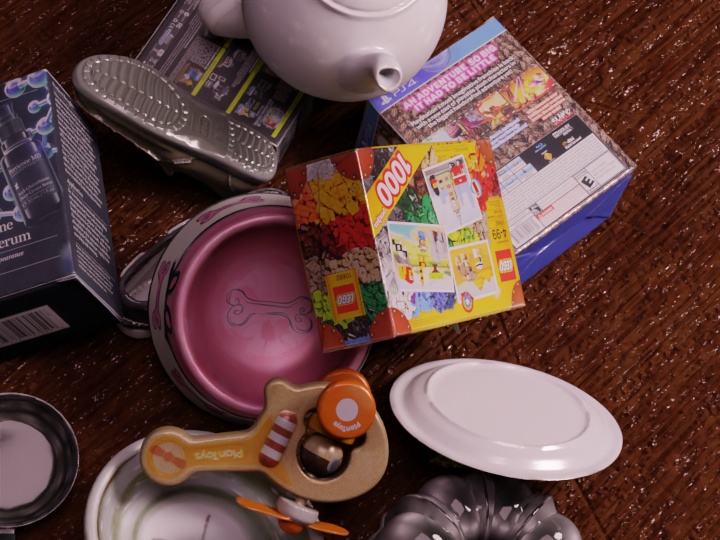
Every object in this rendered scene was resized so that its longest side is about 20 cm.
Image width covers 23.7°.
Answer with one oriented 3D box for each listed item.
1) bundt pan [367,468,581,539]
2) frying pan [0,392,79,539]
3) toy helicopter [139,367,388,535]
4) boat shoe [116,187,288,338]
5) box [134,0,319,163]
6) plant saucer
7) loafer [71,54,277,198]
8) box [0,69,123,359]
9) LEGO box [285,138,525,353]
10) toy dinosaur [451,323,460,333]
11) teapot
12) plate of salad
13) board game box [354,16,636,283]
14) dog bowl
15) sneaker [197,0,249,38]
[{"bbox_3d":[0.101,0.247,1.384,0.200,0.076,0.203,7,54,-9],"label":"bundt pan"},{"bbox_3d":[-0.274,0.189,1.395,0.114,0.031,0.191,-19,71,-17],"label":"frying pan"},{"bbox_3d":[-0.076,0.152,1.368,0.198,0.079,0.133,-4,96,-3],"label":"toy helicopter"},{"bbox_3d":[-0.134,-0.017,1.506,0.199,0.060,0.074,-32,72,-22],"label":"boat shoe"},{"bbox_3d":[-0.103,-0.214,1.623,0.159,0.044,0.201,27,63,5],"label":"box"},{"bbox_3d":[-0.128,0.223,1.373,0.199,0.050,0.201,14,47,-15],"label":"plant saucer"},{"bbox_3d":[-0.172,-0.118,1.520,0.199,0.070,0.076,30,42,-17],"label":"loafer"},{"bbox_3d":[-0.297,-0.042,1.442,0.147,0.107,0.201,-17,64,8],"label":"box"},{"bbox_3d":[0.039,-0.024,1.401,0.199,0.077,0.150,-11,88,-54],"label":"LEGO box"},{"bbox_3d":[0.000,0.000,1.522,0.200,0.077,0.102,44,78,-7],"label":"toy dinosaur"},{"bbox_3d":[-0.007,-0.256,1.480,0.200,0.146,0.198,38,65,4],"label":"teapot"},{"bbox_3d":[0.120,0.130,1.442,0.198,0.048,0.200,9,25,-4],"label":"plate of salad"},{"bbox_3d":[0.120,-0.101,1.569,0.159,0.097,0.200,-34,73,-23],"label":"board game box"},{"bbox_3d":[-0.076,0.035,1.432,0.198,0.074,0.202,0,92,-11],"label":"dog bowl"},{"bbox_3d":[-0.041,-0.217,1.568,0.198,0.074,0.116,-10,63,-16],"label":"sneaker"}]
